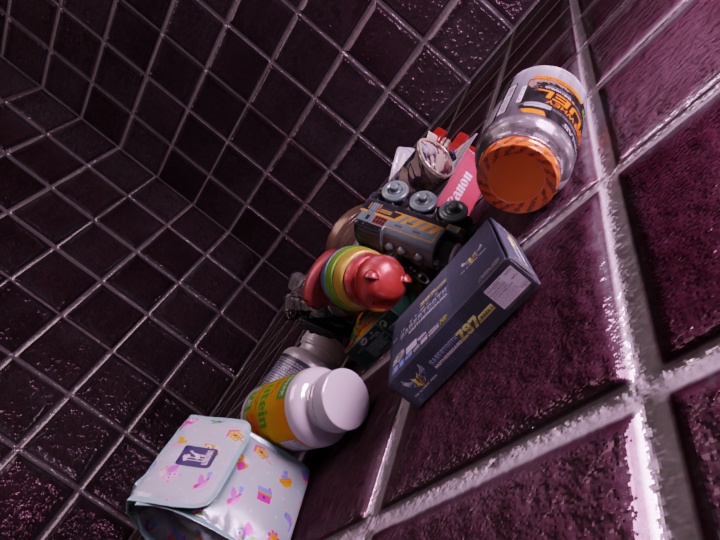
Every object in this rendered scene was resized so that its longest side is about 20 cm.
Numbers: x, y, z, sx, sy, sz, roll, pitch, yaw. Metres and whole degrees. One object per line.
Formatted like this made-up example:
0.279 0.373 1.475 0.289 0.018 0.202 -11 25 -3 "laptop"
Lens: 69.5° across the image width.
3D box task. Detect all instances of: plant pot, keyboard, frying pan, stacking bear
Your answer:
0.023 -0.048 1.232 0.201 0.201 0.093 -52 48 -1 "plant pot"
-0.066 0.098 0.944 0.021 0.126 0.200 -69 -16 1 "keyboard"
0.054 -0.013 0.878 0.115 0.031 0.191 -40 29 24 "frying pan"
0.002 0.017 0.813 0.200 0.120 0.115 1 78 65 "stacking bear"

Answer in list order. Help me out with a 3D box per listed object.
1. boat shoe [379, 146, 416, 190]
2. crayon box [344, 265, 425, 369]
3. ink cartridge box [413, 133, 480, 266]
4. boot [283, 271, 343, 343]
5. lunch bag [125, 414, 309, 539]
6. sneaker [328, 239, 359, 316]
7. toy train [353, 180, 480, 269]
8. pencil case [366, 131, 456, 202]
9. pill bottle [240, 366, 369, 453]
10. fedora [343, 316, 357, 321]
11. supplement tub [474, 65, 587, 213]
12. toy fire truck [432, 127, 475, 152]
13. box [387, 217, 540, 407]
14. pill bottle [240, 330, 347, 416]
0.069 -0.152 1.049 0.072 0.068 0.202 -11 -61 -69 "boat shoe"
0.048 0.062 0.908 0.127 0.051 0.200 -48 9 30 "crayon box"
0.163 -0.131 0.975 0.201 0.084 0.175 -58 9 -29 "ink cartridge box"
-0.102 0.106 1.092 0.068 0.129 0.202 22 -107 -66 "boot"
-0.183 0.295 0.682 0.122 0.200 0.171 -48 8 24 "lunch bag"
0.000 0.000 1.011 0.201 0.074 0.082 -62 0 -9 "sneaker"
0.085 -0.067 0.826 0.114 0.199 0.086 -54 -28 -26 "toy train"
0.083 -0.148 0.919 0.200 0.077 0.090 -43 31 50 "pencil case"
-0.082 0.205 0.761 0.199 0.111 0.111 -28 23 43 "pill bottle"
-0.036 0.058 1.163 0.201 0.199 0.082 -47 44 31 "fedora"
0.222 -0.171 0.677 0.122 0.122 0.201 -43 13 49 "supplement tub"
0.185 -0.221 1.218 0.201 0.112 0.168 -55 -10 -22 "toy fire truck"
0.113 0.043 0.619 0.200 0.051 0.158 -50 7 21 "box"
-0.111 0.208 0.935 0.201 0.119 0.120 -55 9 -21 "pill bottle"
